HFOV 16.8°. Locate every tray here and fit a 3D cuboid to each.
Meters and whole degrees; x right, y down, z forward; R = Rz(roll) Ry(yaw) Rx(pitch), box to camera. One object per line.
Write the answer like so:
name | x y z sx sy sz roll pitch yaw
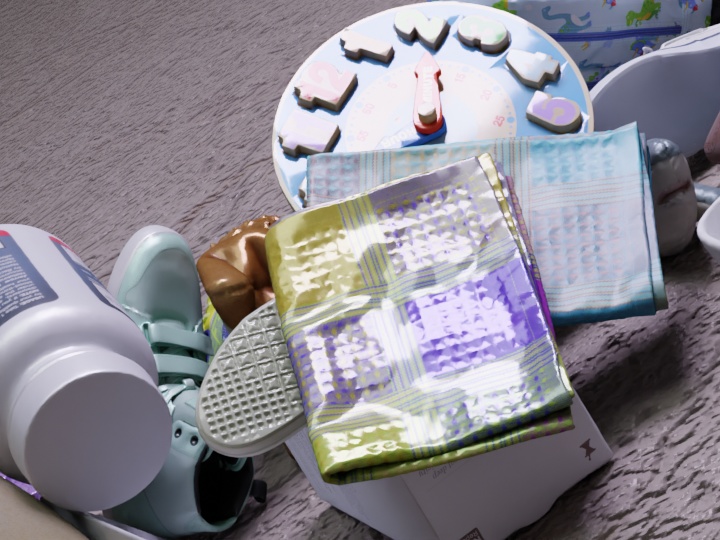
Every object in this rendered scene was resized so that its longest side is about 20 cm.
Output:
tray | -0.108 0.168 1.398 0.200 0.107 0.022 8 77 62

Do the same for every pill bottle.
pill bottle | -0.189 0.060 1.462 0.120 0.120 0.200 -35 32 -8

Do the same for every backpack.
backpack | 0.137 -0.179 1.716 0.200 0.154 0.163 2 26 -44

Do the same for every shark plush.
shark plush | 0.166 -0.059 1.522 0.091 0.083 0.200 -33 19 -1

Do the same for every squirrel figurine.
squirrel figurine | 0.000 0.000 1.570 0.187 0.142 0.200 -27 21 -2

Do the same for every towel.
towel | 0.068 -0.022 1.374 0.200 0.022 0.147 -4 46 3
towel | 0.028 0.023 1.304 0.144 0.023 0.200 -15 45 2

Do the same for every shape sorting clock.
shape sorting clock | 0.044 -0.087 1.506 0.200 0.039 0.200 -6 55 9

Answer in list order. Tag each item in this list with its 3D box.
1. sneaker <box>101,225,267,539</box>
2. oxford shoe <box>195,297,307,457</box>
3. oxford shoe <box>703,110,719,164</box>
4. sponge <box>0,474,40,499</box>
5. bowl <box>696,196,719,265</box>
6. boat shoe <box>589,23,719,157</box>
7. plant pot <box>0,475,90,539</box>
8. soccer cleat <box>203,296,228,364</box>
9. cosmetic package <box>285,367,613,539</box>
sneaker | -0.102 0.069 1.525 0.074 0.200 0.118 6 -7 -40
oxford shoe | -0.023 0.037 1.392 0.200 0.075 0.058 -53 -17 -32
oxford shoe | 0.283 -0.138 1.559 0.200 0.071 0.073 -45 17 -33
sponge | -0.206 0.120 1.750 0.112 0.030 0.200 -9 30 49
bowl | 0.297 -0.039 1.284 0.200 0.075 0.200 -38 20 -15
boat shoe | 0.219 -0.126 1.615 0.202 0.075 0.086 -30 9 -17
plant pot | -0.212 0.200 1.375 0.200 0.187 0.187 8 42 44
soccer cleat | -0.092 0.033 1.735 0.084 0.065 0.200 -38 18 5
cosmetic package | 0.038 0.088 1.368 0.113 0.081 0.200 -37 18 -17
